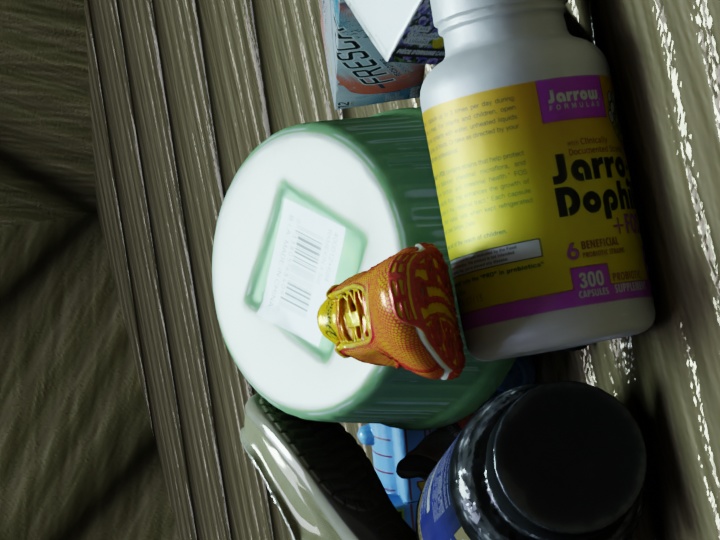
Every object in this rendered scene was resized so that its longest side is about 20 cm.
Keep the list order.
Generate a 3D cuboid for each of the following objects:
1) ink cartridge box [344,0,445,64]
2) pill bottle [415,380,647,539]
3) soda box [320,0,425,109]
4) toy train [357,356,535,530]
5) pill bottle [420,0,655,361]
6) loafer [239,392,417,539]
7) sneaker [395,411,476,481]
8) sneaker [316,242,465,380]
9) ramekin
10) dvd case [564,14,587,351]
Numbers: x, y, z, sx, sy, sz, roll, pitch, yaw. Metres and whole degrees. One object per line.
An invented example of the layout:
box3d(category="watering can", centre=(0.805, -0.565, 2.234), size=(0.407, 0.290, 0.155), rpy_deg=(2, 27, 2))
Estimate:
box3d(category="ink cartridge box", centre=(0.052, -0.226, 1.533), size=(0.200, 0.050, 0.109), rpy_deg=(-58, 48, 34))
box3d(category="pill bottle", centre=(0.099, 0.127, 1.534), size=(0.200, 0.112, 0.112), rpy_deg=(114, 145, -72))
box3d(category="soda box", centre=(0.009, -0.174, 1.765), size=(0.200, 0.064, 0.068), rpy_deg=(92, 169, -72))
box3d(category="toy train", centre=(0.055, 0.114, 1.746), size=(0.087, 0.114, 0.200), rpy_deg=(-127, 29, -66))
box3d(category="pill bottle", centre=(0.090, -0.057, 1.439), size=(0.104, 0.104, 0.200), rpy_deg=(150, 109, -79))
box3d(category="loafer", centre=(-0.015, 0.161, 1.639), size=(0.068, 0.076, 0.200), rpy_deg=(-46, 71, 25))
box3d(category="sneaker", centre=(0.084, 0.188, 1.673), size=(0.200, 0.082, 0.077), rpy_deg=(62, 166, 5))
box3d(category="sneaker", centre=(0.015, 0.029, 1.440), size=(0.200, 0.077, 0.073), rpy_deg=(79, -178, -84))
box3d(category="ramekin", centre=(0.000, 0.000, 1.633), size=(0.200, 0.098, 0.200), rpy_deg=(2, 93, 47))
box3d(category="dvd case", centre=(0.105, -0.071, 1.584), size=(0.143, 0.018, 0.200), rpy_deg=(-119, 23, -60))
